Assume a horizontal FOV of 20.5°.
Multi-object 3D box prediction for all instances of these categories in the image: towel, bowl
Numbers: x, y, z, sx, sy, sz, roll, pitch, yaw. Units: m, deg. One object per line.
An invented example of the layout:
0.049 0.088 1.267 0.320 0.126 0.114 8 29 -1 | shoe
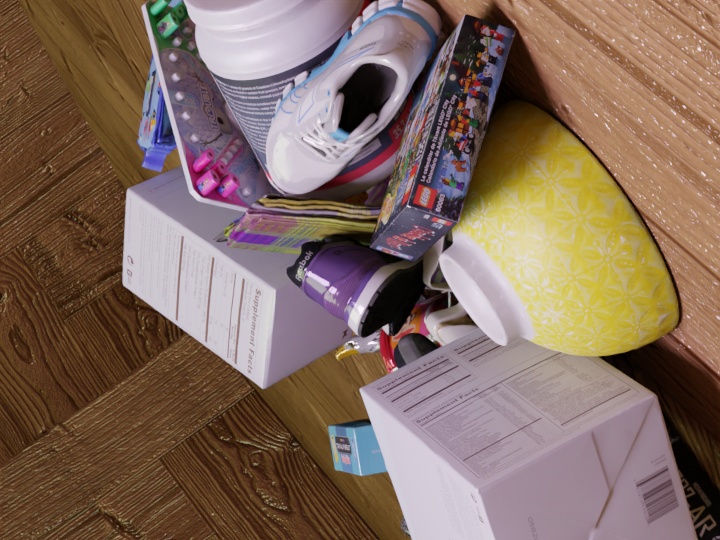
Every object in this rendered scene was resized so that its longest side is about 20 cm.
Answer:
-0.033 -0.034 1.625 0.200 0.143 0.023 149 125 -78 | towel
0.121 -0.009 1.410 0.200 0.108 0.200 52 169 14 | bowl

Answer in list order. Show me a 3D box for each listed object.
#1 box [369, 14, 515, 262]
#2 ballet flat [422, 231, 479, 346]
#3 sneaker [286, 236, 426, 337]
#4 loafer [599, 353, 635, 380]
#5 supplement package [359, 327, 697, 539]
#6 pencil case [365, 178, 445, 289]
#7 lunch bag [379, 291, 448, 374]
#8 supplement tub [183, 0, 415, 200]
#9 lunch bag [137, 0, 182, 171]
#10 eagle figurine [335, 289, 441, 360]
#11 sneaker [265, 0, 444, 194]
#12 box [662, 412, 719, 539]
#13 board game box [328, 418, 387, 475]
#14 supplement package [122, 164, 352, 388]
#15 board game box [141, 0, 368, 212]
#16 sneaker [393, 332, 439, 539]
0.054 -0.088 1.397 0.038 0.137 0.200 18 171 -4 | box
0.081 0.018 1.593 0.074 0.074 0.201 -144 46 -62 | ballet flat
0.000 0.000 1.597 0.087 0.076 0.200 31 -175 12 | sneaker
0.165 0.050 1.591 0.200 0.063 0.072 32 126 55 | loafer
0.123 0.149 1.466 0.200 0.150 0.152 36 149 60 | supplement package
0.034 -0.054 1.772 0.200 0.084 0.086 39 140 54 | pencil case
0.115 0.108 1.743 0.176 0.082 0.201 -22 -95 -56 | lunch bag
-0.045 -0.166 1.578 0.140 0.140 0.200 43 165 50 | supplement tub
-0.156 -0.186 1.842 0.094 0.201 0.151 20 178 -13 | lunch bag
0.034 0.034 1.883 0.201 0.151 0.152 67 153 7 | eagle figurine
-0.017 -0.115 1.461 0.075 0.087 0.200 31 131 -10 | sneaker
0.260 0.203 1.644 0.200 0.043 0.160 55 170 -1 | box
0.080 0.151 1.878 0.151 0.199 0.047 159 102 -79 | board game box
-0.110 -0.005 1.827 0.200 0.117 0.118 33 133 31 | supplement package
-0.084 -0.134 1.705 0.200 0.026 0.201 12 -128 -44 | board game box
0.061 0.154 1.631 0.200 0.114 0.076 59 -161 -4 | sneaker
